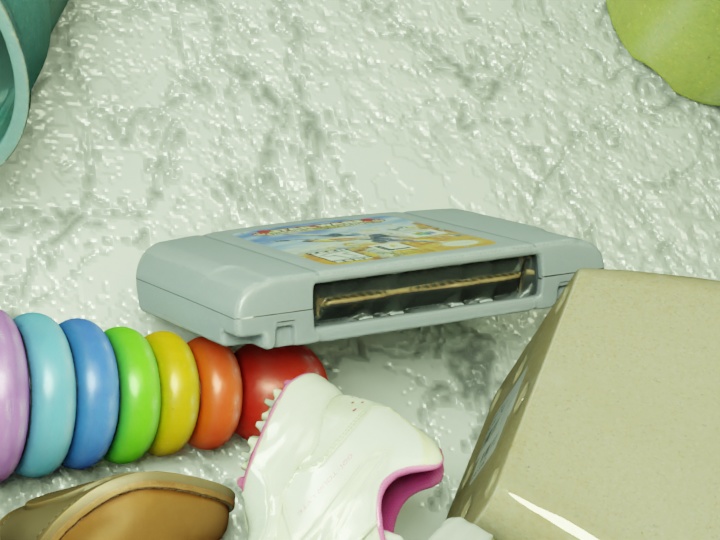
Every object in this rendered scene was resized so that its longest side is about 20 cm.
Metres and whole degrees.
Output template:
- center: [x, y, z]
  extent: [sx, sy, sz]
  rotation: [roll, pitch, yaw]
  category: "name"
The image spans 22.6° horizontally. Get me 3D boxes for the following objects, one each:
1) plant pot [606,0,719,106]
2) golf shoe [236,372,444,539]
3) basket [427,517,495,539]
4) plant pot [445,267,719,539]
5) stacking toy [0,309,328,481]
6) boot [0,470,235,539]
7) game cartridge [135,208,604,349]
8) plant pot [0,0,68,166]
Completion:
- center: [0.239, -0.196, 1.045]
  extent: [0.200, 0.184, 0.201]
  rotation: [10, 60, -18]
  category: "plant pot"
- center: [-0.025, 0.147, 0.795]
  extent: [0.091, 0.075, 0.200]
  rotation: [17, 78, 9]
  category: "golf shoe"
- center: [0.022, 0.220, 0.719]
  extent: [0.123, 0.136, 0.200]
  rotation: [33, 40, 16]
  category: "basket"
- center: [0.140, 0.116, 0.840]
  extent: [0.177, 0.200, 0.200]
  rotation: [24, 56, 0]
  category: "plant pot"
- center: [-0.107, 0.055, 0.841]
  extent: [0.200, 0.085, 0.085]
  rotation: [-1, 64, -28]
  category: "stacking toy"
- center: [-0.117, 0.169, 0.766]
  extent: [0.200, 0.077, 0.155]
  rotation: [0, 74, -57]
  category: "boot"
- center: [0.000, 0.000, 0.880]
  extent: [0.200, 0.133, 0.042]
  rotation: [-8, 107, -30]
  category: "game cartridge"
- center: [-0.209, -0.174, 0.861]
  extent: [0.200, 0.200, 0.196]
  rotation: [29, 48, -5]
  category: "plant pot"
